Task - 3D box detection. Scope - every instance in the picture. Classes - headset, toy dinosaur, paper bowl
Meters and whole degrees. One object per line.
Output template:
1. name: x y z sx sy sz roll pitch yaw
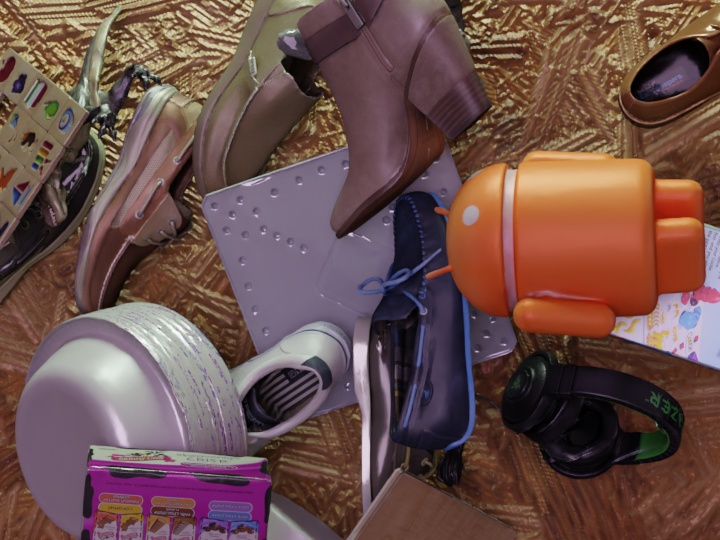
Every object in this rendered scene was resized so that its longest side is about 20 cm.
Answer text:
1. headset: 0.150 0.125 1.571 0.200 0.123 0.094 -3 58 37
2. toy dinosaur: -0.211 -0.134 1.630 0.088 0.047 0.200 0 64 47
3. paper bowl: -0.191 0.131 1.584 0.200 0.104 0.201 13 110 40

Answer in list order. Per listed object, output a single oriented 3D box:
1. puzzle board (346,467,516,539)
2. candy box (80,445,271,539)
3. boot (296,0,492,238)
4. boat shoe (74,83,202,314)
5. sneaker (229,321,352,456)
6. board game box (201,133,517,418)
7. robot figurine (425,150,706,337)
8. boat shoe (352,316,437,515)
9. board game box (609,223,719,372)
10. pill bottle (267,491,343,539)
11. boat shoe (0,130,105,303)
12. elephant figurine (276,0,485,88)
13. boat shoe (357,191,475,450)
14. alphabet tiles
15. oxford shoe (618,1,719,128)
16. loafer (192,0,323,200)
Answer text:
1. puzzle board: 0.018 0.259 1.585 0.200 0.151 0.017 -55 43 4
2. candy box: -0.142 0.235 1.498 0.136 0.061 0.201 5 101 -6
3. boot: 0.004 -0.135 1.527 0.146 0.070 0.200 50 122 3
4. boat shoe: -0.173 -0.050 1.650 0.072 0.076 0.200 22 93 7
5. sneaker: -0.093 0.110 1.604 0.073 0.071 0.200 47 117 -3
6. board game box: 0.000 0.000 1.614 0.200 0.026 0.200 -19 104 7
7. robot figurine: 0.149 -0.022 1.472 0.199 0.117 0.144 -1 85 10
8. boat shoe: 0.030 0.135 1.600 0.060 0.072 0.202 -3 101 5
9. board game box: 0.263 0.020 1.562 0.200 0.103 0.105 18 90 10
10. pill bottle: -0.097 0.281 1.602 0.114 0.114 0.200 35 93 9
11. boat shoe: -0.287 -0.037 1.669 0.072 0.066 0.201 42 93 11
12. elephant figurine: 0.056 -0.236 1.604 0.141 0.155 0.200 10 81 37
13. boat shoe: 0.042 0.034 1.528 0.068 0.084 0.200 -2 68 -17
14. alphabet tiles: -0.307 -0.072 1.649 0.200 0.008 0.167 -56 39 3
15. oxford shoe: 0.291 -0.179 1.585 0.200 0.071 0.071 -36 81 4
16. loafer: -0.074 -0.140 1.631 0.067 0.076 0.200 20 91 30
